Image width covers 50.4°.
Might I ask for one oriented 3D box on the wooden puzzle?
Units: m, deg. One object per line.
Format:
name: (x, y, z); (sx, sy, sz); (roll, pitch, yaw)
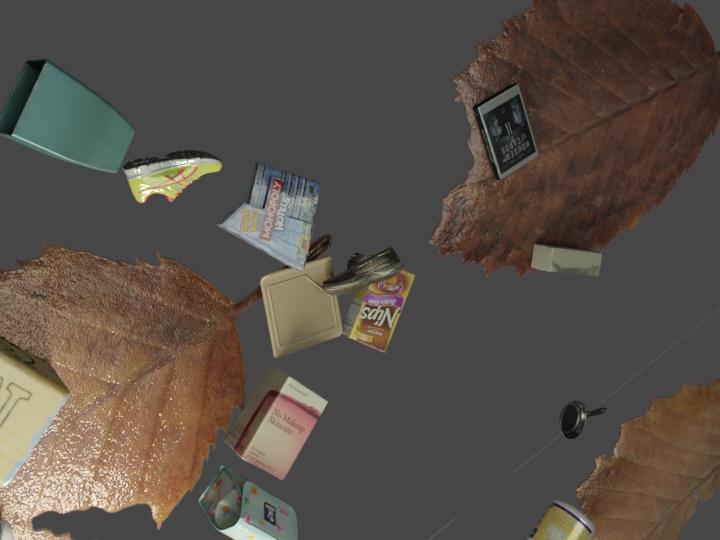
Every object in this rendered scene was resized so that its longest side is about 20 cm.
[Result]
wooden puzzle: (-0.134, 0.081, 1.740); (0.182, 0.037, 0.204); (-17, 111, -29)

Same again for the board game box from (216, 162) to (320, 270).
board game box: (-0.196, -0.122, 1.634); (0.196, 0.061, 0.204); (14, 86, -22)

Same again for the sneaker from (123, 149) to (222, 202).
sneaker: (-0.370, -0.186, 1.533); (0.197, 0.078, 0.092); (-14, 113, -23)

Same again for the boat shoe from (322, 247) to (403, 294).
boat shoe: (0.000, 0.000, 1.752); (0.197, 0.075, 0.075); (-17, 77, -19)

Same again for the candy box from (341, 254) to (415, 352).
candy box: (0.042, 0.080, 1.833); (0.115, 0.056, 0.203); (25, 86, -32)

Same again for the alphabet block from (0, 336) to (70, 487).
alphabet block: (-0.663, 0.225, 1.342); (0.199, 0.194, 0.198); (40, 75, -31)

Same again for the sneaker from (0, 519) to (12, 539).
sneaker: (-0.678, 0.573, 1.469); (0.099, 0.074, 0.204); (0, 98, -50)

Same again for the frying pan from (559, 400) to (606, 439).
frying pan: (0.653, 0.421, 2.276); (0.189, 0.031, 0.117); (-34, 114, -26)

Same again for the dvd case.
dvd case: (0.380, -0.360, 1.990); (0.149, 0.025, 0.203); (-32, 112, -23)

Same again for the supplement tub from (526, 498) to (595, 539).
supplement tub: (0.569, 0.783, 2.215); (0.201, 0.145, 0.146); (-49, 118, -15)

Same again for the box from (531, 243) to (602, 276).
box: (0.574, -0.029, 2.129); (0.197, 0.082, 0.070); (4, 97, -30)

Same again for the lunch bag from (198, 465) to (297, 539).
lunch bag: (-0.234, 0.528, 1.648); (0.170, 0.199, 0.123); (41, 77, -28)

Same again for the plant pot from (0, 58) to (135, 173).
plant pot: (-0.523, -0.264, 1.384); (0.198, 0.140, 0.143); (28, 83, -38)

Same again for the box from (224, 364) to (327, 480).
box: (-0.186, 0.335, 1.700); (0.127, 0.108, 0.202); (36, 79, -30)
